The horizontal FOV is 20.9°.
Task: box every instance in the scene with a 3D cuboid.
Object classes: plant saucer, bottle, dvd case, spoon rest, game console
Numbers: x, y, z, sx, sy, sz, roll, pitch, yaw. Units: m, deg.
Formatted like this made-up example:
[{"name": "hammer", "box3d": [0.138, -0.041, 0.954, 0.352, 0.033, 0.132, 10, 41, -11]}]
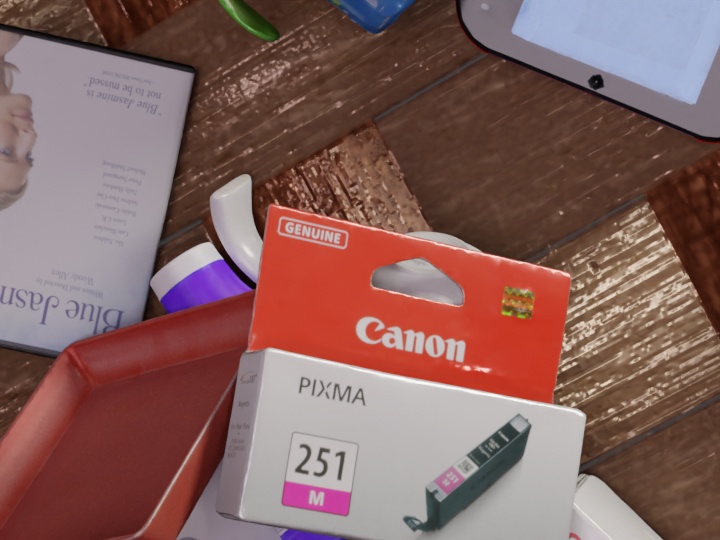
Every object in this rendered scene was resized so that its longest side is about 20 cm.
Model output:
[{"name": "plant saucer", "box3d": [-0.140, 0.102, 1.116, 0.199, 0.200, 0.037, -16, 121, 39]}, {"name": "bottle", "box3d": [-0.057, 0.077, 1.195, 0.201, 0.083, 0.065, 55, 141, 8]}, {"name": "dvd case", "box3d": [-0.193, -0.045, 1.228, 0.142, 0.018, 0.201, 11, 98, -9]}, {"name": "spoon rest", "box3d": [0.000, 0.000, 1.181, 0.199, 0.099, 0.061, 21, 123, 25]}, {"name": "game console", "box3d": [0.170, -0.185, 1.145, 0.199, 0.031, 0.178, 24, 100, 10]}]

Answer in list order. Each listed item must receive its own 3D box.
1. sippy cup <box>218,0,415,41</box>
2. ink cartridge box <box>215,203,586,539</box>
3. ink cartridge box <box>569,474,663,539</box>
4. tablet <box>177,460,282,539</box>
[{"name": "sippy cup", "box3d": [-0.002, -0.216, 1.141, 0.130, 0.140, 0.178, 44, 142, -4]}, {"name": "ink cartridge box", "box3d": [0.031, 0.066, 1.078, 0.199, 0.044, 0.175, 12, 81, -21]}, {"name": "ink cartridge box", "box3d": [0.116, 0.245, 1.166, 0.148, 0.086, 0.200, 42, 104, 8]}, {"name": "tablet", "box3d": [-0.095, 0.193, 1.163, 0.014, 0.200, 0.131, -24, 95, 46]}]
